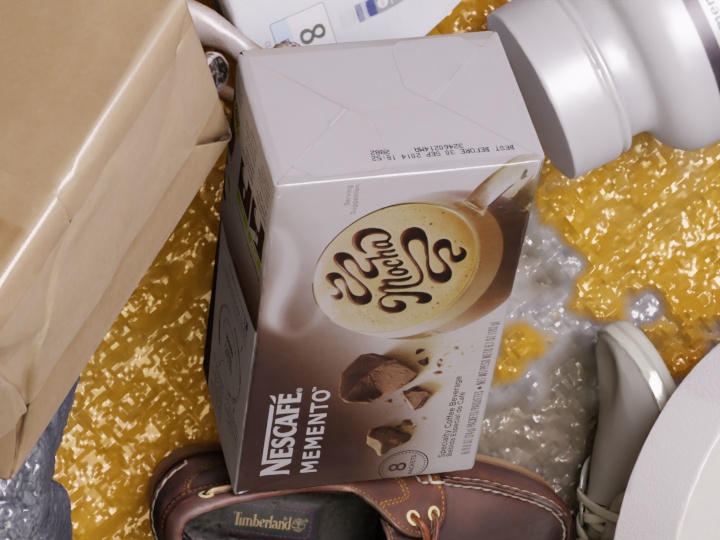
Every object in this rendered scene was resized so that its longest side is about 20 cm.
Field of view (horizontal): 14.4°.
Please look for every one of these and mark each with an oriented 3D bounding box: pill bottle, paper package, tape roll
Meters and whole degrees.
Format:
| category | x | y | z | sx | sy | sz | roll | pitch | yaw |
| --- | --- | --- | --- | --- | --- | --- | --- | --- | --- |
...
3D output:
| category | x | y | z | sx | sy | sz | roll | pitch | yaw |
| --- | --- | --- | --- | --- | --- | --- | --- | --- | --- |
| pill bottle | 0.162 | -0.121 | 1.254 | 0.200 | 0.111 | 0.112 | -27 | 104 | -5 |
| paper package | -0.181 | -0.047 | 1.106 | 0.200 | 0.104 | 0.191 | 23 | 67 | 19 |
| tape roll | 0.190 | 0.121 | 1.289 | 0.202 | 0.037 | 0.203 | -17 | 114 | -42 |

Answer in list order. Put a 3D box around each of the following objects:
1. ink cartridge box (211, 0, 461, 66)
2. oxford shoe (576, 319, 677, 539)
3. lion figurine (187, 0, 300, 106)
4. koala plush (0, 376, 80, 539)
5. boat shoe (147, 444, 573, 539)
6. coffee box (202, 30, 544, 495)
| category | x | y | z | sx | sy | sz | roll | pitch | yaw |
| --- | --- | --- | --- | --- | --- | --- | --- | --- | --- |
| ink cartridge box | 0.019 | -0.179 | 1.221 | 0.200 | 0.047 | 0.160 | -24 | 125 | -6 |
| oxford shoe | 0.126 | 0.122 | 1.310 | 0.058 | 0.075 | 0.201 | -12 | 107 | -12 |
| lion figurine | -0.109 | -0.126 | 1.175 | 0.073 | 0.122 | 0.200 | -54 | 137 | -34 |
| koala plush | -0.223 | 0.068 | 1.191 | 0.199 | 0.184 | 0.178 | 6 | 99 | 0 |
| boat shoe | 0.004 | 0.120 | 1.287 | 0.199 | 0.070 | 0.071 | 2 | 100 | -13 |
| coffee box | 0.000 | 0.000 | 1.204 | 0.113 | 0.080 | 0.200 | -5 | 139 | -14 |
